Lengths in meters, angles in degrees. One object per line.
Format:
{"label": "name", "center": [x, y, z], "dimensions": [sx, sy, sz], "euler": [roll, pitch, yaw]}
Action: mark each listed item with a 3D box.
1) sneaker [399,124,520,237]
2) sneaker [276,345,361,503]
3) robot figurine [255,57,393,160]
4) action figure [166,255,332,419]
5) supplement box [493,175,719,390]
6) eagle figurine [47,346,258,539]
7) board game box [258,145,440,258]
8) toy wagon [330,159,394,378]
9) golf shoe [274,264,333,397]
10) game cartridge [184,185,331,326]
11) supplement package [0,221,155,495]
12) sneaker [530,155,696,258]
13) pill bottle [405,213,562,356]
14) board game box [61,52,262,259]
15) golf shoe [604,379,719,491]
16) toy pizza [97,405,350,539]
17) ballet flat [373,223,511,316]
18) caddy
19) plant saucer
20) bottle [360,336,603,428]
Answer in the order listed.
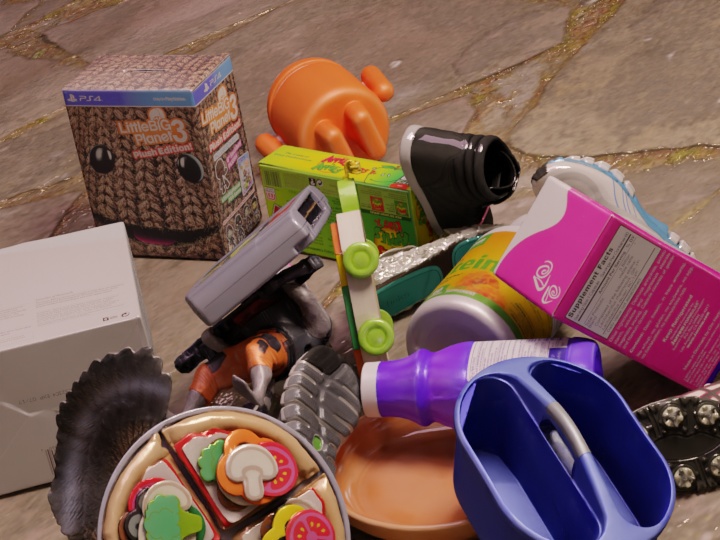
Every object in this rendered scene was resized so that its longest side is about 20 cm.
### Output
{"label": "sneaker", "center": [0.118, -0.075, 1.820], "dimensions": [0.099, 0.200, 0.071], "euler": [9, 67, 29]}
{"label": "sneaker", "center": [-0.069, 0.152, 1.519], "dimensions": [0.115, 0.075, 0.200], "euler": [-35, 23, 32]}
{"label": "robot figurine", "center": [-0.041, -0.175, 2.115], "dimensions": [0.116, 0.144, 0.200], "euler": [17, 16, -28]}
{"label": "action figure", "center": [-0.096, 0.084, 1.609], "dimensions": [0.200, 0.105, 0.193], "euler": [-37, 3, 43]}
{"label": "supplement box", "center": [0.229, 0.014, 1.575], "dimensions": [0.104, 0.199, 0.101], "euler": [-58, 34, 5]}
{"label": "eagle figurine", "center": [-0.168, 0.180, 1.432], "dimensions": [0.150, 0.152, 0.201], "euler": [8, 67, 1]}
{"label": "board game box", "center": [-0.009, -0.063, 1.909], "dimensions": [0.199, 0.102, 0.048], "euler": [12, 35, 36]}
{"label": "toy wagon", "center": [0.000, 0.000, 1.677], "dimensions": [0.039, 0.201, 0.155], "euler": [-12, 2, 1]}
{"label": "golf shoe", "center": [-0.071, 0.052, 1.730], "dimensions": [0.075, 0.092, 0.200], "euler": [-15, 30, -12]}
{"label": "game cartridge", "center": [-0.090, -0.011, 1.605], "dimensions": [0.133, 0.041, 0.200], "euler": [-43, 4, 9]}
{"label": "supplement package", "center": [-0.285, 0.079, 1.686], "dimensions": [0.190, 0.148, 0.200], "euler": [-13, 28, -5]}
{"label": "sneaker", "center": [0.237, -0.026, 1.693], "dimensions": [0.075, 0.200, 0.087], "euler": [-40, 23, 35]}
{"label": "pill bottle", "center": [0.131, 0.028, 1.682], "dimensions": [0.111, 0.112, 0.200], "euler": [6, 32, 28]}
{"label": "board game box", "center": [-0.212, -0.124, 1.985], "dimensions": [0.159, 0.201, 0.097], "euler": [2, 30, 23]}
{"label": "golf shoe", "center": [0.290, 0.128, 1.507], "dimensions": [0.199, 0.078, 0.088], "euler": [-12, 8, -9]}
{"label": "toy pizza", "center": [-0.097, 0.199, 1.371], "dimensions": [0.199, 0.201, 0.032], "euler": [-24, -4, -25]}
{"label": "ballet flat", "center": [0.075, -0.011, 1.811], "dimensions": [0.199, 0.072, 0.072], "euler": [-18, 29, -17]}
{"label": "caddy", "center": [0.151, 0.152, 1.398], "dimensions": [0.141, 0.105, 0.200], "euler": [-13, 46, -21]}
{"label": "plant saucer", "center": [0.067, 0.167, 1.525], "dimensions": [0.199, 0.038, 0.200], "euler": [-9, 27, 4]}
{"label": "bottle", "center": [0.101, 0.096, 1.536], "dimensions": [0.199, 0.066, 0.084], "euler": [-4, 24, 13]}
